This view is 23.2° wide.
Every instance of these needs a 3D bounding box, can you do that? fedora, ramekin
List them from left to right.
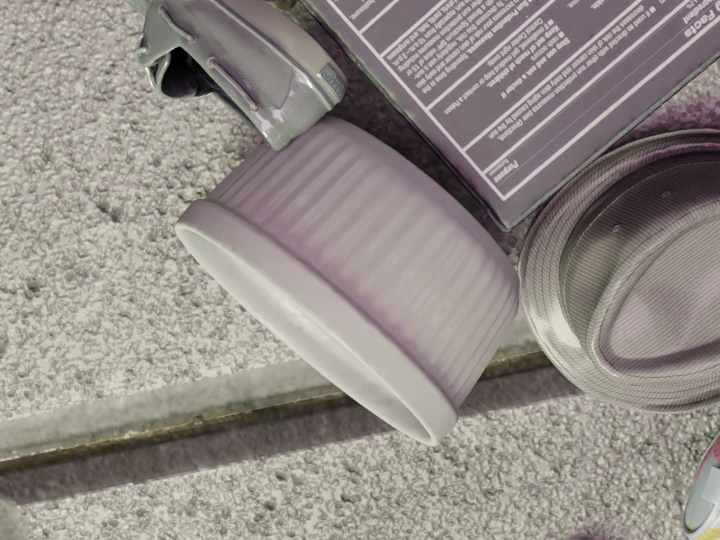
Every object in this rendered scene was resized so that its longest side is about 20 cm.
[{"bbox_3d":[0.000,0.000,1.021,0.200,0.200,0.105,42,81,-6],"label":"ramekin"},{"bbox_3d":[0.192,0.011,1.054,0.200,0.090,0.177,-30,100,14],"label":"fedora"}]

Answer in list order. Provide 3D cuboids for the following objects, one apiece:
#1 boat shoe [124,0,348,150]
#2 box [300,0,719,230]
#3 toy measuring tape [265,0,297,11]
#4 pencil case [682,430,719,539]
[{"bbox_3d":[-0.094,-0.131,1.007,0.072,0.070,0.201,-48,52,-9],"label":"boat shoe"},{"bbox_3d":[0.093,-0.167,0.989,0.200,0.123,0.198,-40,97,16],"label":"box"},{"bbox_3d":[-0.113,-0.228,1.028,0.200,0.074,0.074,34,107,-2],"label":"toy measuring tape"},{"bbox_3d":[0.301,0.164,1.086,0.200,0.091,0.083,23,108,1],"label":"pencil case"}]
